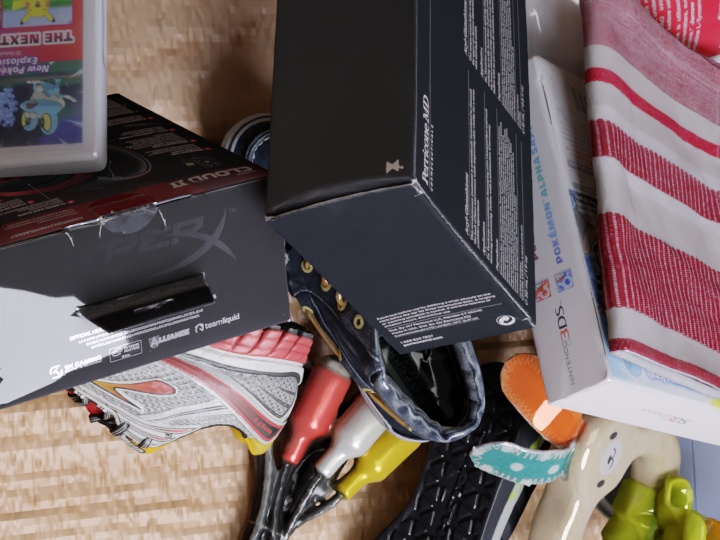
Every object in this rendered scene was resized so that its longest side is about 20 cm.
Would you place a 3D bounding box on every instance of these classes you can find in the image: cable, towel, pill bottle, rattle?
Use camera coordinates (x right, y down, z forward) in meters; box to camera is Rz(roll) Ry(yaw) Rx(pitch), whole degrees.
[{"bbox_3d":[-0.039,0.126,0.938,0.097,0.050,0.201,37,72,-20],"label":"cable"},{"bbox_3d":[0.165,-0.039,0.911,0.143,0.023,0.202,21,60,-47],"label":"towel"},{"bbox_3d":[0.132,-0.152,0.999,0.199,0.112,0.113,-17,97,-27],"label":"pill bottle"},{"bbox_3d":[0.154,0.135,0.927,0.130,0.143,0.201,-35,140,-10],"label":"rattle"}]

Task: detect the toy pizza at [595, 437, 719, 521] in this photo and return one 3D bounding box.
[{"bbox_3d":[0.196,0.067,1.075,0.198,0.032,0.203,0,90,-28],"label":"toy pizza"}]

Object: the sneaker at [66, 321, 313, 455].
[{"bbox_3d":[-0.122,0.054,0.880,0.198,0.078,0.083,9,97,-20],"label":"sneaker"}]

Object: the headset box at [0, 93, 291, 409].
[{"bbox_3d":[-0.134,-0.014,0.799,0.148,0.200,0.076,-17,115,-28],"label":"headset box"}]

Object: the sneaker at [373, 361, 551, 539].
[{"bbox_3d":[0.063,0.147,0.981,0.201,0.071,0.083,-61,149,2],"label":"sneaker"}]

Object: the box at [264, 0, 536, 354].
[{"bbox_3d":[0.023,-0.084,0.818,0.141,0.078,0.202,49,36,-52],"label":"box"}]

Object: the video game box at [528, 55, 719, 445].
[{"bbox_3d":[0.152,-0.004,0.949,0.199,0.047,0.184,17,54,-49],"label":"video game box"}]

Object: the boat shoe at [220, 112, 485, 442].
[{"bbox_3d":[0.000,0.000,0.894,0.071,0.091,0.201,-35,94,-11],"label":"boat shoe"}]

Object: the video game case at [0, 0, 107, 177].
[{"bbox_3d":[-0.214,-0.128,0.788,0.198,0.023,0.184,-3,74,2],"label":"video game case"}]
